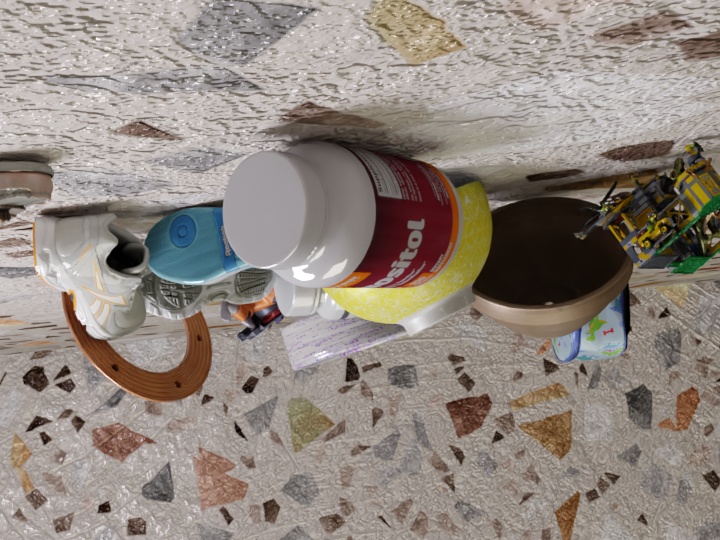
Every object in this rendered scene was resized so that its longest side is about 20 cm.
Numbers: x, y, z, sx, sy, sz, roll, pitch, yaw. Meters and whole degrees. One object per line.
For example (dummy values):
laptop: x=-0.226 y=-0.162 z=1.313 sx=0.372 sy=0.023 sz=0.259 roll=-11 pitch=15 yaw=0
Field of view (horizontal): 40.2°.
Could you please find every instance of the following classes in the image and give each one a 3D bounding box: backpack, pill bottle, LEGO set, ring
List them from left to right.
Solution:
ring: x=-0.247 y=0.058 z=1.095 sx=0.019 sy=0.202 sz=0.200 roll=-36 pitch=159 yaw=30
pill bottle: x=-0.012 y=-0.042 z=0.789 sx=0.112 sy=0.114 sz=0.199 roll=-11 pitch=173 yaw=36
pill bottle: x=0.000 y=0.000 z=1.198 sx=0.198 sy=0.114 sz=0.113 roll=-4 pitch=174 yaw=-21
backpack: x=0.318 y=0.036 z=1.480 sx=0.145 sy=0.202 sz=0.183 roll=-7 pitch=175 yaw=-1
LEGO set: x=0.324 y=-0.079 z=1.015 sx=0.199 sy=0.116 sz=0.154 roll=-6 pitch=146 yaw=-42

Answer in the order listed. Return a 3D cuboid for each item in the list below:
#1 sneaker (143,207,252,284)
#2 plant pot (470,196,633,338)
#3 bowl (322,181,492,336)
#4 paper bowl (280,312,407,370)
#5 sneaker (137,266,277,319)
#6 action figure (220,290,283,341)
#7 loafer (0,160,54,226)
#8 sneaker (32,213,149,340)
sneaker: x=-0.110 y=-0.025 z=1.006 sx=0.198 sy=0.080 sz=0.130 roll=-8 pitch=173 yaw=18
plant pot: x=0.207 y=0.011 z=1.110 sx=0.199 sy=0.093 sz=0.202 roll=-9 pitch=-144 yaw=7
bowl: x=0.061 y=0.002 z=1.022 sx=0.199 sy=0.108 sz=0.200 roll=-28 pitch=177 yaw=-2
paper bowl: x=-0.019 y=0.068 z=1.441 sx=0.199 sy=0.105 sz=0.201 roll=-18 pitch=173 yaw=-2
sneaker: x=-0.201 y=0.004 z=1.144 sx=0.199 sy=0.079 sz=0.099 roll=-1 pitch=-162 yaw=-40
action figure: x=-0.132 y=0.020 z=1.516 sx=0.199 sy=0.105 sz=0.193 roll=-36 pitch=-179 yaw=-2
loafer: x=-0.317 y=-0.036 z=0.738 sx=0.198 sy=0.064 sz=0.072 roll=-8 pitch=173 yaw=14
sneaker: x=-0.243 y=0.009 z=0.977 sx=0.091 sy=0.076 sz=0.200 roll=-10 pitch=153 yaw=7
